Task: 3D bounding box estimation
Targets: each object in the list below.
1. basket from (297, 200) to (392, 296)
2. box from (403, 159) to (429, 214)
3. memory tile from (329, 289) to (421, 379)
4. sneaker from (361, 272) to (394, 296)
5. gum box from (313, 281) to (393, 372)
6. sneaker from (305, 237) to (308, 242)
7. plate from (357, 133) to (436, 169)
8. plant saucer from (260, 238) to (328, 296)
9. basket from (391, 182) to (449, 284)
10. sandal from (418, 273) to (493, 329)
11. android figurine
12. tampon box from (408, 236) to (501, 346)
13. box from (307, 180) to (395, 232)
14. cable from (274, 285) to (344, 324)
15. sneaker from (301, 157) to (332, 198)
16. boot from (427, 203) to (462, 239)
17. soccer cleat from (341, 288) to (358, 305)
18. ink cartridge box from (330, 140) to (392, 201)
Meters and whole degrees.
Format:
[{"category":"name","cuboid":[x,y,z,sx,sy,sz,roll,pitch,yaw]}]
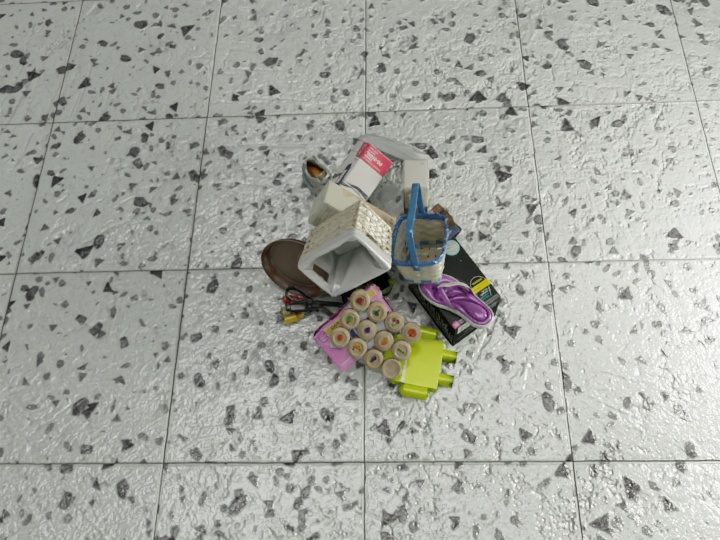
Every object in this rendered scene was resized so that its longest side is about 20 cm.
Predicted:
[{"category":"basket","cuboid":[-0.030,-0.051,1.547,0.198,0.135,0.125,-26,38,37]},{"category":"box","cuboid":[0.146,-0.214,1.750,0.066,0.201,0.085,0,72,5]},{"category":"memory tile","cuboid":[0.036,0.155,1.584,0.197,0.017,0.155,31,97,-7]},{"category":"sneaker","cuboid":[0.000,0.000,1.730,0.195,0.083,0.073,18,67,12]},{"category":"gum box","cuboid":[-0.006,0.135,1.622,0.199,0.066,0.114,-41,98,5]},{"category":"sneaker","cuboid":[-0.136,-0.056,1.723,0.196,0.118,0.076,-11,64,25]},{"category":"plate","cuboid":[0.108,-0.333,1.824,0.197,0.199,0.033,27,106,15]},{"category":"plant saucer","cuboid":[-0.159,-0.013,1.690,0.195,0.203,0.033,13,49,10]},{"category":"basket","cuboid":[0.136,-0.075,1.545,0.135,0.203,0.179,2,46,14]},{"category":"sandal","cuboid":[0.229,0.060,1.564,0.200,0.050,0.083,30,70,19]},{"category":"android figurine","cuboid":[0.139,0.226,1.642,0.195,0.041,0.186,12,67,7]},{"category":"tampon box","cuboid":[0.232,0.053,1.666,0.148,0.127,0.202,-32,67,-11]},{"category":"box","cuboid":[-0.020,-0.122,1.621,0.197,0.095,0.079,29,47,-18]},{"category":"cable","cuboid":[-0.127,0.091,1.727,0.194,0.051,0.100,1,69,-7]},{"category":"sneaker","cuboid":[-0.095,-0.228,1.842,0.076,0.081,0.200,-41,75,-16]},{"category":"boot","cuboid":[0.179,-0.074,1.755,0.096,0.075,0.201,39,85,13]},{"category":"soccer cleat","cuboid":[-0.017,0.093,1.684,0.081,0.068,0.201,-38,83,-8]},{"category":"ink cartridge box","cuboid":[-0.020,-0.229,1.732,0.084,0.145,0.202,35,93,-18]}]
